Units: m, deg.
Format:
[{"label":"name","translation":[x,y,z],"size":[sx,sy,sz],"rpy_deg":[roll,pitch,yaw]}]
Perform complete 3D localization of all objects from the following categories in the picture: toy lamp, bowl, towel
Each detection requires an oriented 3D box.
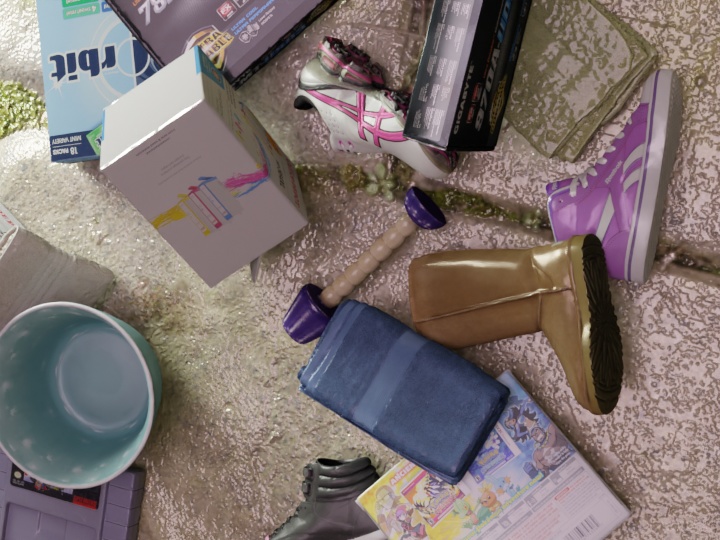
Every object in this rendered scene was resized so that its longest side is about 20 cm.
[{"label":"toy lamp","translation":[0.000,0.000,1.378],"size":[0.200,0.058,0.058],"rpy_deg":[-41,77,17]},{"label":"bowl","translation":[-0.297,0.126,1.470],"size":[0.200,0.105,0.202],"rpy_deg":[2,98,15]},{"label":"towel","translation":[0.041,0.115,1.315],"size":[0.200,0.049,0.112],"rpy_deg":[29,84,27]},{"label":"towel","translation":[-0.378,0.052,1.503],"size":[0.200,0.132,0.035],"rpy_deg":[-52,37,15]},{"label":"towel","translation":[0.172,-0.214,1.308],"size":[0.200,0.036,0.148],"rpy_deg":[44,108,13]}]

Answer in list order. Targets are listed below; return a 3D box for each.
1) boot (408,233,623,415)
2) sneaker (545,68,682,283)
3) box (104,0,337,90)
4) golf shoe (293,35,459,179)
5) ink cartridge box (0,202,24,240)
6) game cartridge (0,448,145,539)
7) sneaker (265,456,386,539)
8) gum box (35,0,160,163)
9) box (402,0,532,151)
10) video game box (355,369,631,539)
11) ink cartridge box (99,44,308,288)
[{"label":"boot","translation":[0.146,0.058,1.294],"size":[0.199,0.066,0.176],"rpy_deg":[-11,79,37]},{"label":"sneaker","translation":[0.232,-0.096,1.269],"size":[0.114,0.073,0.201],"rpy_deg":[15,98,23]},{"label":"box","translation":[-0.152,-0.300,1.400],"size":[0.200,0.050,0.199],"rpy_deg":[-40,87,8]},{"label":"golf shoe","translation":[0.016,-0.146,1.359],"size":[0.200,0.073,0.092],"rpy_deg":[44,113,25]},{"label":"ink cartridge box","translation":[-0.491,-0.019,1.499],"size":[0.147,0.200,0.146],"rpy_deg":[44,105,15]},{"label":"game cartridge","translation":[-0.343,0.263,1.543],"size":[0.199,0.038,0.130],"rpy_deg":[11,101,21]},{"label":"sneaker","translation":[-0.056,0.253,1.407],"size":[0.199,0.071,0.100],"rpy_deg":[-22,82,16]},{"label":"gum box","translation":[-0.267,-0.226,1.482],"size":[0.169,0.045,0.201],"rpy_deg":[-5,91,21]},{"label":"box","translation":[0.105,-0.210,1.230],"size":[0.046,0.159,0.201],"rpy_deg":[17,100,19]},{"label":"video game box","translation":[0.128,0.229,1.315],"size":[0.200,0.047,0.182],"rpy_deg":[-40,79,3]},{"label":"ink cartridge box","translation":[-0.149,-0.095,1.355],"size":[0.125,0.129,0.200],"rpy_deg":[-33,123,12]}]
